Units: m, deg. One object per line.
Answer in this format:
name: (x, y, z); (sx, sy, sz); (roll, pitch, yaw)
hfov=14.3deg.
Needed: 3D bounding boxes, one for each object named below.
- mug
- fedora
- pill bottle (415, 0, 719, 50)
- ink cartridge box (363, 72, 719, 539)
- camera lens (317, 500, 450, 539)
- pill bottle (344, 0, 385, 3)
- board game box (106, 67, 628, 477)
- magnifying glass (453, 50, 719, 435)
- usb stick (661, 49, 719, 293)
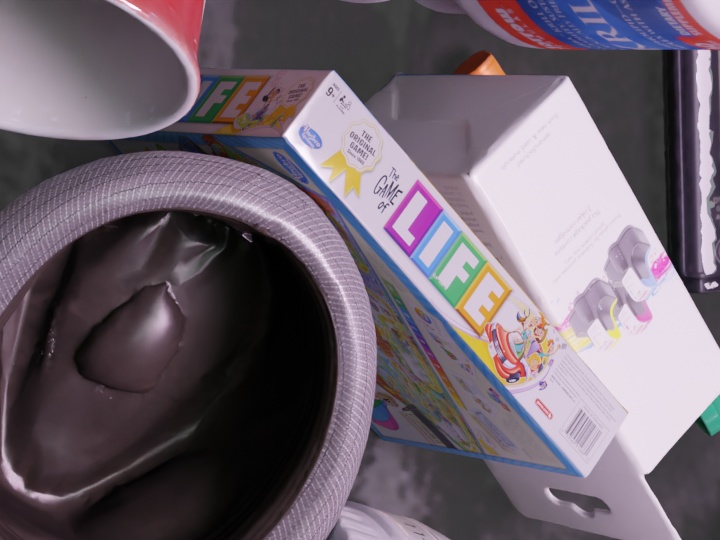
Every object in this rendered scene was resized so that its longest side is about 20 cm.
mug: (-0.121, -0.172, 1.020); (0.177, 0.133, 0.201); (22, 66, -23)
fedora: (-0.089, 0.044, 1.083); (0.176, 0.090, 0.201); (23, 97, -18)
pill bottle: (0.098, -0.144, 1.153); (0.112, 0.200, 0.113); (-3, 95, -36)
ink cartridge box: (0.075, 0.016, 1.202); (0.068, 0.115, 0.200); (-44, 118, -25)
camera lens: (0.024, 0.190, 1.150); (0.200, 0.160, 0.160); (28, 77, -35)
pill bottle: (0.001, -0.216, 1.130); (0.112, 0.112, 0.201); (27, 78, -35)
board game box: (0.000, 0.000, 1.133); (0.200, 0.134, 0.034); (48, 66, -29)
magnifying glass: (0.104, -0.011, 1.256); (0.022, 0.080, 0.200); (-37, 105, 0)
usb stick: (0.160, -0.091, 1.309); (0.055, 0.033, 0.201); (-8, 99, -43)
